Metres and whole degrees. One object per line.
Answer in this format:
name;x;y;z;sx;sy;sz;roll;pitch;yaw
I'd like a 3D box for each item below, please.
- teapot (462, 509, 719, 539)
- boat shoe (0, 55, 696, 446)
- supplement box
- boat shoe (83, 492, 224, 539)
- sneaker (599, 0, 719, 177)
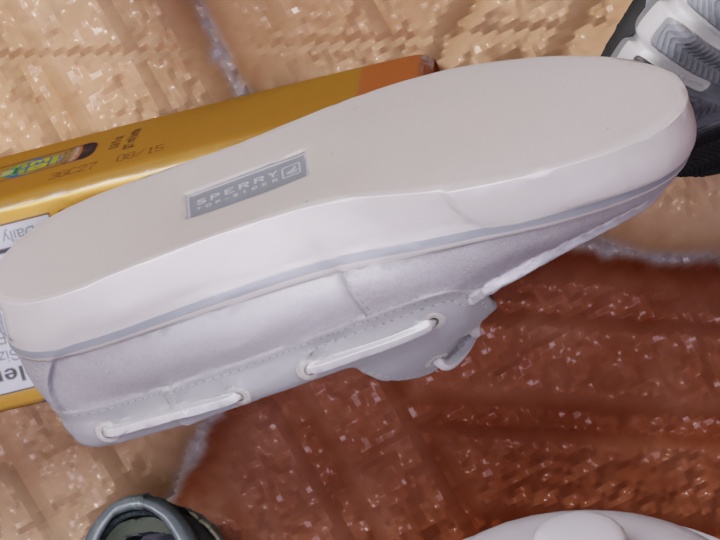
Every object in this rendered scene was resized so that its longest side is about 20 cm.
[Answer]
teapot;0.059;0.135;0.838;0.197;0.200;0.146;12;124;31
boat shoe;0.000;0.000;0.820;0.200;0.072;0.069;-20;120;4
supplement box;-0.067;-0.006;0.887;0.200;0.067;0.069;-12;105;6
boat shoe;-0.074;0.162;0.879;0.073;0.062;0.200;4;68;6
sneaker;0.129;-0.123;0.840;0.075;0.116;0.200;23;126;-36
